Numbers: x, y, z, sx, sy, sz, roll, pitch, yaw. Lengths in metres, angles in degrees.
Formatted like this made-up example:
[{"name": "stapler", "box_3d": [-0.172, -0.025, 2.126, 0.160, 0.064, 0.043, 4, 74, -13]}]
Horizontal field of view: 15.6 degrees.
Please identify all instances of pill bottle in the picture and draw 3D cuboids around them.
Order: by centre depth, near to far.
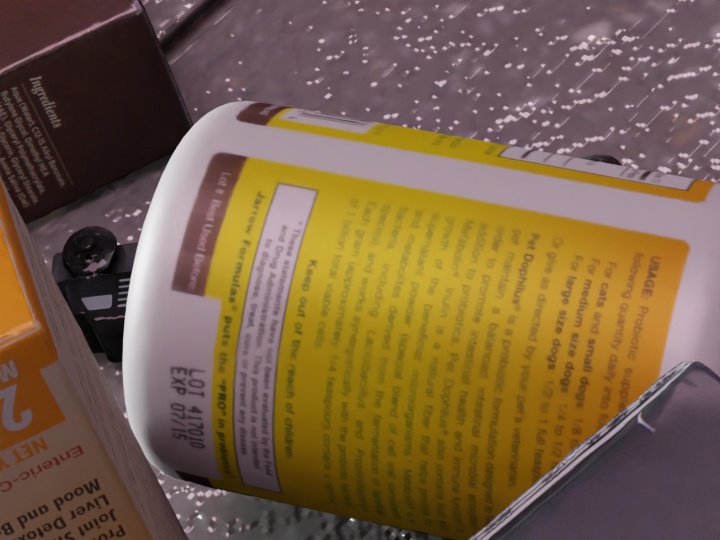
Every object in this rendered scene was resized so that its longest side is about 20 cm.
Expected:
[{"name": "pill bottle", "box_3d": [0.043, 0.022, 0.719, 0.199, 0.109, 0.110, 11, 57, 14]}]

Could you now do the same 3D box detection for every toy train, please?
[{"name": "toy train", "box_3d": [0.000, 0.000, 0.805, 0.199, 0.034, 0.046, -8, 55, 11]}]

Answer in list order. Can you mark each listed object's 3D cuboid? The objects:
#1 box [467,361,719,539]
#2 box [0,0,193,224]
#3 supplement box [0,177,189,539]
[{"name": "box", "box_3d": [0.049, 0.162, 0.558, 0.196, 0.200, 0.124, -40, 55, -15]}, {"name": "box", "box_3d": [-0.167, -0.052, 0.869, 0.199, 0.075, 0.100, -27, 50, -3]}, {"name": "supplement box", "box_3d": [-0.112, 0.078, 0.669, 0.126, 0.200, 0.074, -24, 47, -2]}]
